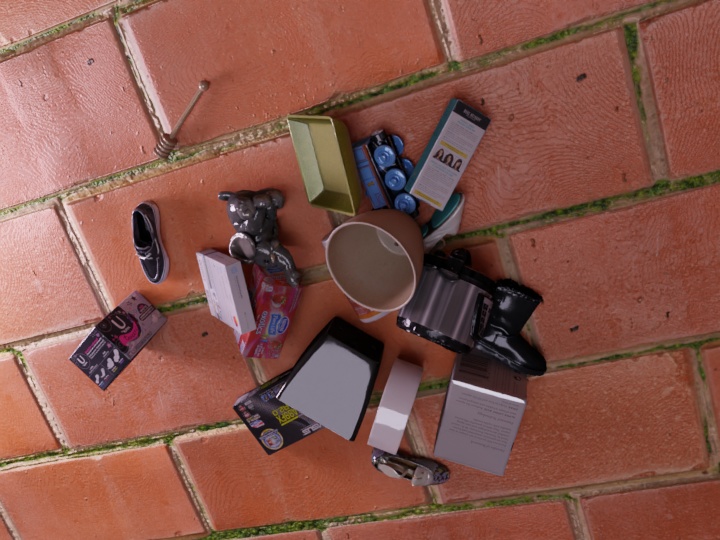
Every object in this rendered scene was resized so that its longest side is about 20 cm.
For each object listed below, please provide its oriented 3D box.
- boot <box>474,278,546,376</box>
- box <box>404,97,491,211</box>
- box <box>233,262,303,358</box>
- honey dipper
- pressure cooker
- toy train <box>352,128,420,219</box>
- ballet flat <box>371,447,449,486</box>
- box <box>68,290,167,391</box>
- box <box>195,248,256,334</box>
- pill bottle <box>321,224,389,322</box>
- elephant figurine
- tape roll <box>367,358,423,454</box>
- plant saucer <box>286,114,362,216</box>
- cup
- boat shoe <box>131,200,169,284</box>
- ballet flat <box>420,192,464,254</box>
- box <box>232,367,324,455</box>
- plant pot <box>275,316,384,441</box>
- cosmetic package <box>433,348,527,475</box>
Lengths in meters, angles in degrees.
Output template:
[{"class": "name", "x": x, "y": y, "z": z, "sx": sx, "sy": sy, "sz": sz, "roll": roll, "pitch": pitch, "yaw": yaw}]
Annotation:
[{"class": "boot", "x": 0.339, "y": 0.119, "z": 1.688, "sx": 0.195, "sy": 0.073, "sz": 0.165, "roll": 25, "pitch": 111, "yaw": 1}, {"class": "box", "x": 0.169, "y": -0.227, "z": 1.545, "sx": 0.081, "sy": 0.049, "sz": 0.202, "roll": 25, "pitch": 99, "yaw": -17}, {"class": "box", "x": -0.210, "y": 0.089, "z": 1.779, "sx": 0.094, "sy": 0.100, "sz": 0.203, "roll": 6, "pitch": 120, "yaw": -28}, {"class": "honey dipper", "x": -0.383, "y": -0.326, "z": 1.696, "sx": 0.038, "sy": 0.038, "sz": 0.201, "roll": 38, "pitch": 115, "yaw": -4}, {"class": "pressure cooker", "x": 0.179, "y": 0.052, "z": 1.612, "sx": 0.177, "sy": 0.175, "sz": 0.203, "roll": 25, "pitch": 84, "yaw": -27}, {"class": "toy train", "x": 0.051, "y": -0.188, "z": 1.621, "sx": 0.113, "sy": 0.087, "sz": 0.203, "roll": -14, "pitch": 111, "yaw": 29}, {"class": "ballet flat", "x": 0.116, "y": 0.484, "z": 1.901, "sx": 0.197, "sy": 0.072, "sz": 0.073, "roll": 18, "pitch": 116, "yaw": 6}, {"class": "box", "x": -0.568, "y": 0.159, "z": 1.862, "sx": 0.115, "sy": 0.201, "sz": 0.132, "roll": 42, "pitch": 116, "yaw": -8}, {"class": "box", "x": -0.301, "y": 0.042, "z": 1.754, "sx": 0.041, "sy": 0.199, "sz": 0.159, "roll": -19, "pitch": 107, "yaw": -24}, {"class": "pill bottle", "x": 0.000, "y": 0.000, "z": 1.696, "sx": 0.111, "sy": 0.112, "sz": 0.202, "roll": -24, "pitch": 105, "yaw": 22}, {"class": "elephant figurine", "x": -0.219, "y": -0.068, "z": 1.708, "sx": 0.139, "sy": 0.155, "sz": 0.204, "roll": -10, "pitch": 110, "yaw": -13}, {"class": "tape roll", "x": 0.078, "y": 0.302, "z": 1.759, "sx": 0.070, "sy": 0.203, "sz": 0.206, "roll": 18, "pitch": 116, "yaw": 5}, {"class": "plant saucer", "x": -0.065, "y": -0.223, "z": 1.605, "sx": 0.199, "sy": 0.047, "sz": 0.203, "roll": 19, "pitch": 128, "yaw": 57}, {"class": "cup", "x": 0.050, "y": -0.041, "z": 1.571, "sx": 0.197, "sy": 0.143, "sz": 0.203, "roll": 18, "pitch": 129, "yaw": 22}, {"class": "boat shoe", "x": -0.492, "y": -0.055, "z": 1.823, "sx": 0.070, "sy": 0.068, "sz": 0.204, "roll": 6, "pitch": 114, "yaw": 12}, {"class": "ballet flat", "x": 0.164, "y": -0.084, "z": 1.651, "sx": 0.069, "sy": 0.070, "sz": 0.200, "roll": 41, "pitch": 121, "yaw": -6}, {"class": "box", "x": -0.192, "y": 0.346, "z": 1.933, "sx": 0.198, "sy": 0.044, "sz": 0.161, "roll": -29, "pitch": 103, "yaw": 24}, {"class": "plant pot", "x": -0.047, "y": 0.225, "z": 1.773, "sx": 0.197, "sy": 0.200, "sz": 0.179, "roll": 29, "pitch": 104, "yaw": 0}, {"class": "cosmetic package", "x": 0.264, "y": 0.302, "z": 1.730, "sx": 0.162, "sy": 0.165, "sz": 0.203, "roll": 14, "pitch": 117, "yaw": 7}]
